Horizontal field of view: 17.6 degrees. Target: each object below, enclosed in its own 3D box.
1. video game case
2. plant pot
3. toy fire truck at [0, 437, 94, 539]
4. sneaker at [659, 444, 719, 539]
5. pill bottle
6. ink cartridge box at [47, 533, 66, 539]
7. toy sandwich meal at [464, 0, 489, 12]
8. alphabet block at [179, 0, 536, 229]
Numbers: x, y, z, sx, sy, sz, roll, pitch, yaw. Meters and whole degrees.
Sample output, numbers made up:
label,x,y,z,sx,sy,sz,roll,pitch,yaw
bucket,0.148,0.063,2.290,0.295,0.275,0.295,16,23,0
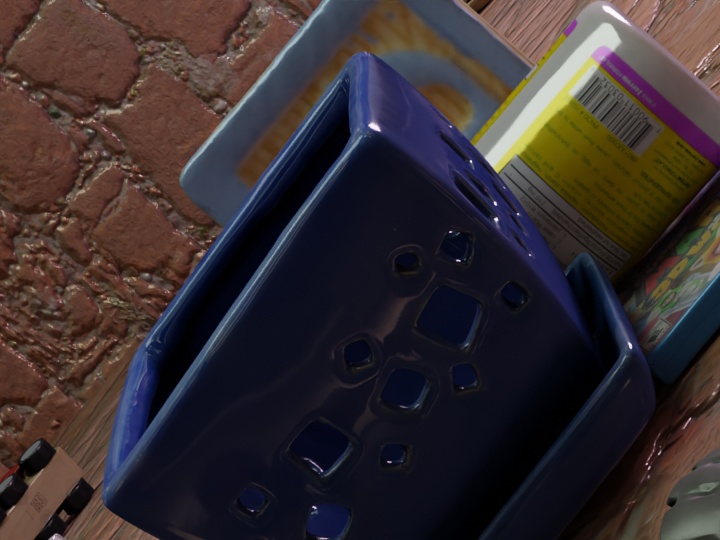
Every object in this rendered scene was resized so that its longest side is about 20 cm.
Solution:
label,x,y,z,sx,sy,sz,roll,pitch,yaw
video game case,0.170,-0.019,1.119,0.143,0.018,0.200,-51,6,3
plant pot,0.015,0.044,1.036,0.200,0.179,0.200,-53,9,11
toy fire truck,-0.440,0.329,2.922,0.200,0.129,0.176,-28,21,47
sneaker,0.156,0.042,0.727,0.082,0.073,0.200,-26,25,33
pill bottle,0.092,-0.029,1.165,0.200,0.104,0.104,-49,7,10
ink cartridge box,-0.312,0.338,2.073,0.200,0.083,0.145,-42,10,51
toy sandwich meal,0.179,-0.429,3.085,0.205,0.070,0.205,-49,7,8
alphabet block,0.033,-0.065,1.423,0.195,0.196,0.200,-48,-2,6
